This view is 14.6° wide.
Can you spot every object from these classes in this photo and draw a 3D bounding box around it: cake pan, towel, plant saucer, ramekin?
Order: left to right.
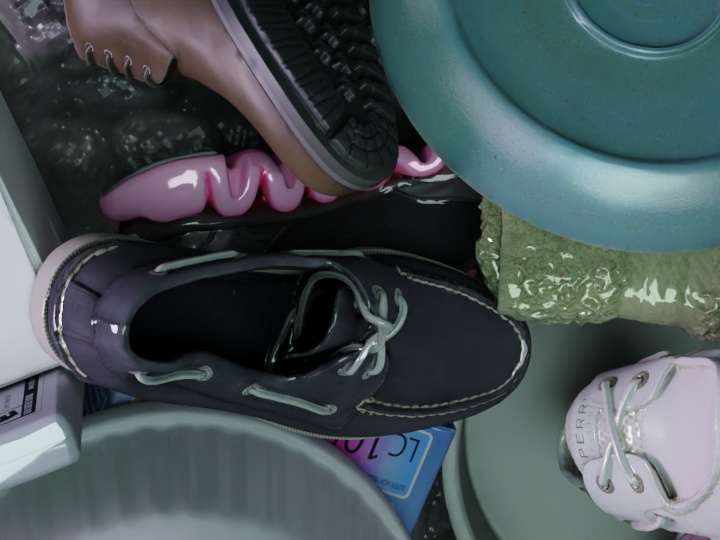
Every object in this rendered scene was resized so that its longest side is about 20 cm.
[{"bbox_3d":[-0.068,0.156,1.053,0.202,0.094,0.203,-2,109,-6],"label":"ramekin"},{"bbox_3d":[0.103,-0.103,1.042,0.200,0.027,0.201,3,65,-7],"label":"plant saucer"},{"bbox_3d":[0.130,0.067,1.157,0.200,0.037,0.201,-2,108,-6],"label":"cake pan"},{"bbox_3d":[0.121,-0.065,1.062,0.148,0.037,0.200,8,66,-4],"label":"towel"}]

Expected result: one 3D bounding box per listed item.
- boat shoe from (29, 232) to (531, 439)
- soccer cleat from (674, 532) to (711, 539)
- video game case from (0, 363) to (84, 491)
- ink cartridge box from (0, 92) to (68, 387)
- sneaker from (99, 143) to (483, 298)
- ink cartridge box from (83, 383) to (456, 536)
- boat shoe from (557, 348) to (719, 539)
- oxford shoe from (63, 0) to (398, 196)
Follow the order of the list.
[{"bbox_3d":[-0.016,0.027,1.000,0.200,0.063,0.073,8,94,-30],"label":"boat shoe"},{"bbox_3d":[0.172,0.092,1.110,0.067,0.076,0.200,16,104,-12],"label":"soccer cleat"},{"bbox_3d":[-0.188,0.068,1.033,0.182,0.200,0.022,-21,103,0],"label":"video game case"},{"bbox_3d":[-0.212,0.009,1.040,0.200,0.147,0.083,-21,111,-1],"label":"ink cartridge box"},{"bbox_3d":[0.000,0.000,1.073,0.200,0.079,0.096,-5,82,-22],"label":"sneaker"},{"bbox_3d":[-0.063,0.119,1.132,0.136,0.076,0.200,19,106,-12],"label":"ink cartridge box"},{"bbox_3d":[0.109,0.065,1.036,0.069,0.200,0.071,8,78,-4],"label":"boat shoe"},{"bbox_3d":[-0.059,-0.093,1.037,0.200,0.073,0.084,52,120,23],"label":"oxford shoe"}]
